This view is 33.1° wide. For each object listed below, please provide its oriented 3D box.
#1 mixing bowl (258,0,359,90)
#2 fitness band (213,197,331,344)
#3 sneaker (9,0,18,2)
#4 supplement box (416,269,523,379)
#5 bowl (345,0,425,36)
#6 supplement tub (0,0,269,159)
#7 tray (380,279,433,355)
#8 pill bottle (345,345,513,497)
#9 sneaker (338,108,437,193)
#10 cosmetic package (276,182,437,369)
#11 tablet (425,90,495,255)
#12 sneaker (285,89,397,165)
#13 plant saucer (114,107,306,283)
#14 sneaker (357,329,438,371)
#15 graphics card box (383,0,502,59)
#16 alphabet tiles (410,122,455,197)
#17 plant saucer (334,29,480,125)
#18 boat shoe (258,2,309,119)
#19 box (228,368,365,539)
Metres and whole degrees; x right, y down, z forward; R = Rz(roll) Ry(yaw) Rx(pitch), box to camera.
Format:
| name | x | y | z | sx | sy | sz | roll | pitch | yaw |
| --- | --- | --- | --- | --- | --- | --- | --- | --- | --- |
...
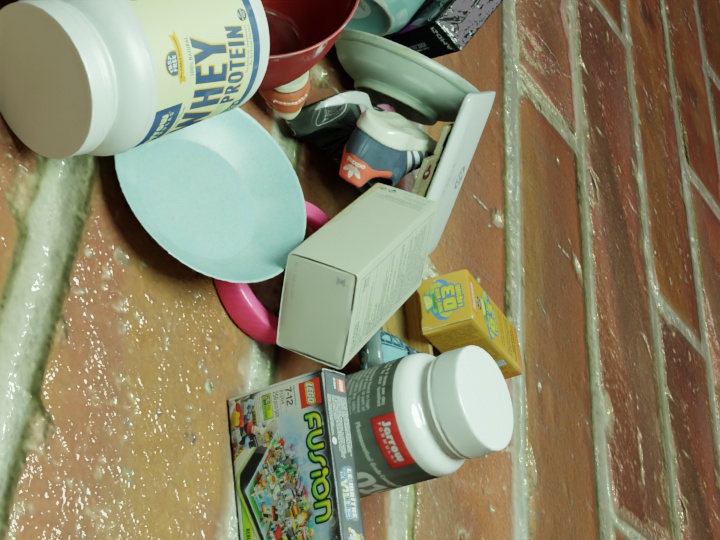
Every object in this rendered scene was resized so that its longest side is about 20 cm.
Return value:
| name | x | y | z | sx | sy | sz | roll | pitch | yaw |
| --- | --- | --- | --- | --- | --- | --- | --- | --- | --- |
| mixing bowl | -0.104 | -0.250 | 1.180 | 0.108 | 0.199 | 0.201 | 103 | -11 | -58 |
| fitness band | -0.071 | 0.000 | 1.196 | 0.200 | 0.037 | 0.144 | -3 | 75 | -57 |
| sneaker | -0.249 | -0.288 | 1.055 | 0.199 | 0.114 | 0.076 | -48 | 111 | -26 |
| supplement box | 0.129 | 0.070 | 1.408 | 0.200 | 0.069 | 0.067 | 41 | 37 | -57 |
| bowl | -0.004 | -0.339 | 1.387 | 0.201 | 0.200 | 0.105 | 34 | 66 | -45 |
| supplement tub | -0.187 | -0.178 | 0.992 | 0.200 | 0.145 | 0.145 | -31 | 100 | -46 |
| tray | 0.039 | 0.083 | 1.325 | 0.099 | 0.037 | 0.201 | 24 | 51 | -50 |
| pill bottle | 0.030 | 0.142 | 1.110 | 0.114 | 0.200 | 0.114 | 35 | 44 | -43 |
| sneaker | 0.030 | -0.120 | 1.307 | 0.075 | 0.085 | 0.200 | 36 | 14 | 19 |
| cosmetic package | 0.000 | 0.000 | 1.170 | 0.200 | 0.073 | 0.104 | -40 | 145 | -57 |
| tablet | 0.100 | -0.103 | 1.347 | 0.200 | 0.014 | 0.130 | -69 | 167 | 16 |
| sneaker | -0.005 | -0.144 | 1.350 | 0.200 | 0.080 | 0.087 | -2 | 76 | -58 |
| plant saucer | -0.140 | -0.071 | 1.096 | 0.201 | 0.039 | 0.201 | 23 | 50 | -29 |
| sneaker | 0.075 | 0.105 | 1.240 | 0.200 | 0.095 | 0.080 | 35 | 44 | -45 |
| graphics card box | 0.090 | -0.306 | 1.447 | 0.051 | 0.200 | 0.126 | 46 | 73 | -21 |
| alphabet tiles | 0.083 | -0.088 | 1.352 | 0.168 | 0.008 | 0.200 | -69 | 166 | 17 |
| plant saucer | 0.050 | -0.214 | 1.417 | 0.200 | 0.200 | 0.050 | 27 | 88 | -49 |
| boat shoe | -0.097 | -0.254 | 1.283 | 0.063 | 0.071 | 0.200 | 94 | -20 | -63 |
| box | -0.054 | 0.194 | 1.035 | 0.035 | 0.110 | 0.201 | 21 | 54 | -52 |
